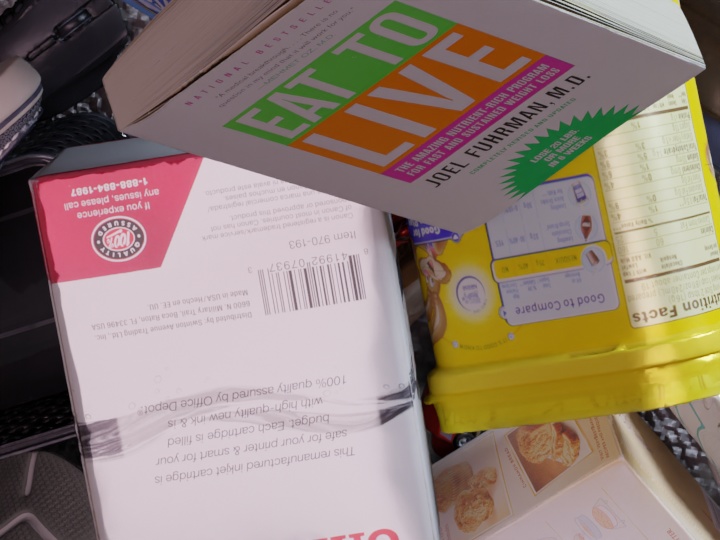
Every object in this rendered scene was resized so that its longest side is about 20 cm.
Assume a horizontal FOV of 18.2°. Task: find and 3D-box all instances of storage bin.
[{"bbox_3d":[-0.196,0.018,1.101,0.200,0.094,0.135,-17,104,14],"label":"storage bin"}]

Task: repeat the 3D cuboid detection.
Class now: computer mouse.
[{"bbox_3d":[-0.114,-0.134,1.075,0.200,0.034,0.059,-37,97,16],"label":"computer mouse"}]

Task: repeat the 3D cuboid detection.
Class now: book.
[{"bbox_3d":[0.019,-0.077,0.845,0.134,0.200,0.048,-37,59,30],"label":"book"}]

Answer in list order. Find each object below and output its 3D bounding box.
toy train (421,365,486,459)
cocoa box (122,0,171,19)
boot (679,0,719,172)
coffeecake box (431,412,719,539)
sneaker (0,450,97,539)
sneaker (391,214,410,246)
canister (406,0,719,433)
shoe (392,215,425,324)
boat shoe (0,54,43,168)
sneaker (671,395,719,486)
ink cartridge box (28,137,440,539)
[{"bbox_3d":[0.050,0.066,1.096,0.046,0.034,0.200,2,115,-24],"label":"toy train"},{"bbox_3d":[-0.025,-0.195,0.873,0.133,0.131,0.200,33,71,22],"label":"cocoa box"},{"bbox_3d":[0.138,-0.109,1.023,0.200,0.075,0.097,28,106,-2],"label":"boot"},{"bbox_3d":[0.076,0.162,1.087,0.200,0.073,0.154,-33,123,15],"label":"coffeecake box"},{"bbox_3d":[-0.166,0.133,1.109,0.080,0.070,0.200,37,156,-34],"label":"sneaker"},{"bbox_3d":[-0.033,0.003,1.041,0.108,0.067,0.202,1,80,31],"label":"sneaker"},{"bbox_3d":[0.084,-0.039,0.978,0.148,0.087,0.200,-10,93,37],"label":"canister"},{"bbox_3d":[0.000,0.000,1.093,0.200,0.053,0.070,-47,64,14],"label":"shoe"},{"bbox_3d":[-0.190,-0.005,1.014,0.093,0.075,0.200,44,115,-13],"label":"boat shoe"},{"bbox_3d":[0.168,0.040,1.047,0.070,0.080,0.200,-37,99,1],"label":"sneaker"},{"bbox_3d":[-0.050,0.039,0.979,0.145,0.083,0.200,-9,102,3],"label":"ink cartridge box"}]
